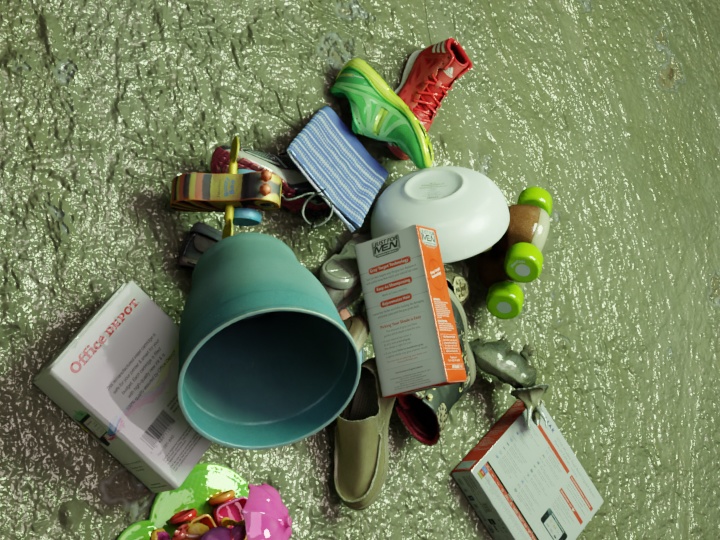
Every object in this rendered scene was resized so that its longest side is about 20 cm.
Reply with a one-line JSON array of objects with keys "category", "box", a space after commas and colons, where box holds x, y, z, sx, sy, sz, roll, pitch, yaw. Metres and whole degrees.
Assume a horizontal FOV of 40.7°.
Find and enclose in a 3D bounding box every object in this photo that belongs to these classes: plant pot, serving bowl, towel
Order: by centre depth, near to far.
[{"category": "plant pot", "box": [-0.118, 0.064, 1.100, 0.198, 0.201, 0.189, 16, 30, -28]}, {"category": "towel", "box": [-0.027, -0.147, 1.344, 0.145, 0.024, 0.200, 49, 26, -12]}, {"category": "serving bowl", "box": [0.106, -0.091, 1.350, 0.200, 0.198, 0.066, -40, 133, -34]}]

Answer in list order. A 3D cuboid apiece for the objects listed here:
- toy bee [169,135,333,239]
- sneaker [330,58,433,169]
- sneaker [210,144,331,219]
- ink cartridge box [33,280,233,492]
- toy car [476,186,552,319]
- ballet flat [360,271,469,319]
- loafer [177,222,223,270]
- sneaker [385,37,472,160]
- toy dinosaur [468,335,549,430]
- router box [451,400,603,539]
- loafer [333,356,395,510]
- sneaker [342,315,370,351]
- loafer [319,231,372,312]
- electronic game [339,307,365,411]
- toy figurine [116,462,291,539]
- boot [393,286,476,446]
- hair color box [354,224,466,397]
[{"category": "toy bee", "box": [-0.139, -0.104, 1.192, 0.197, 0.109, 0.133, -18, 80, -7]}, {"category": "sneaker", "box": [0.033, -0.216, 1.414, 0.083, 0.074, 0.200, -43, 75, 8]}, {"category": "sneaker", "box": [-0.115, -0.129, 1.310, 0.198, 0.080, 0.076, 16, 52, -38]}, {"category": "ink cartridge box", "box": [-0.256, 0.137, 1.134, 0.200, 0.084, 0.145, 46, 56, -14]}, {"category": "toy car", "box": [0.171, -0.053, 1.452, 0.198, 0.159, 0.165, 20, 44, 1]}, {"category": "ballet flat", "box": [0.088, 0.042, 1.409, 0.198, 0.046, 0.068, -10, 83, -35]}, {"category": "loafer", "box": [-0.140, 0.012, 1.236, 0.198, 0.072, 0.063, 28, 72, 3]}, {"category": "sneaker", "box": [0.102, -0.270, 1.462, 0.078, 0.115, 0.203, 24, 65, -25]}, {"category": "toy dinosaur", "box": [0.208, 0.133, 1.417, 0.200, 0.102, 0.077, 42, 102, -1]}, {"category": "router box", "box": [0.251, 0.322, 1.436, 0.179, 0.049, 0.201, -38, 98, -35]}, {"category": "loafer", "box": [-0.002, 0.209, 1.266, 0.067, 0.075, 0.203, 23, 73, -56]}, {"category": "sneaker", "box": [-0.069, 0.112, 1.224, 0.200, 0.070, 0.076, -46, 106, -27]}, {"category": "loafer", "box": [0.000, 0.000, 1.348, 0.071, 0.064, 0.200, 24, 29, 21]}, {"category": "electronic game", "box": [-0.079, 0.108, 1.284, 0.198, 0.041, 0.203, 9, 72, -30]}, {"category": "toy figurine", "box": [-0.162, 0.297, 1.091, 0.198, 0.183, 0.152, -18, 87, -34]}, {"category": "boot", "box": [0.094, 0.124, 1.330, 0.151, 0.072, 0.202, -55, 136, -45]}, {"category": "hair color box", "box": [0.063, 0.053, 1.245, 0.061, 0.100, 0.203, 6, 70, -57]}]
